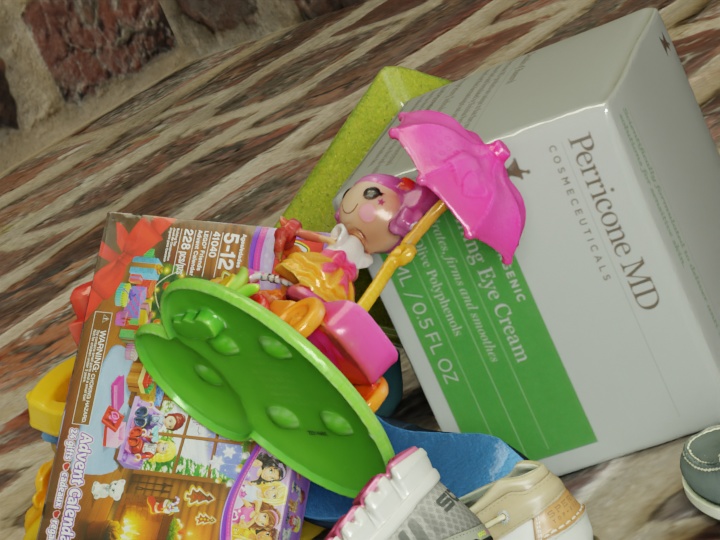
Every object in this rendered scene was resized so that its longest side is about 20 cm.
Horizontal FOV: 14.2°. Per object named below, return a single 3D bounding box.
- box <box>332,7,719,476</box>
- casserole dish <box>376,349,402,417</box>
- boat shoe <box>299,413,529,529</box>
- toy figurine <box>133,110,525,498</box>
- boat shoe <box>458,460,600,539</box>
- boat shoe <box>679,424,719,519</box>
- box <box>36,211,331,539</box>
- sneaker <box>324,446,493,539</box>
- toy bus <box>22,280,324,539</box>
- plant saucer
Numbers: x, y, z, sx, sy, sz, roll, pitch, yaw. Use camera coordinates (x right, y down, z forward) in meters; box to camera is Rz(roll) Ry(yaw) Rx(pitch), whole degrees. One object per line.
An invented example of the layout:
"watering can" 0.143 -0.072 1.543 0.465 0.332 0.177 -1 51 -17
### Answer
"box" 0.116 -0.011 1.641 0.171 0.199 0.200 -20 14 19
"casserole dish" -0.046 0.094 1.908 0.121 0.039 0.200 -30 13 -29
"boat shoe" 0.026 0.125 1.548 0.200 0.069 0.084 12 70 52
"toy figurine" 0.000 0.000 1.486 0.184 0.150 0.200 -48 22 -23
"boat shoe" 0.028 0.142 1.449 0.200 0.068 0.075 -18 13 30
"boat shoe" 0.210 0.081 1.373 0.073 0.062 0.200 -28 12 -21
"box" -0.089 0.072 1.565 0.137 0.200 0.039 5 -16 17
"sneaker" -0.001 0.178 1.340 0.200 0.087 0.074 -53 -2 -24
"toy bus" -0.127 0.094 1.684 0.200 0.192 0.136 -18 14 35
"plant saucer" 0.049 -0.019 1.827 0.200 0.048 0.200 13 -56 -36
